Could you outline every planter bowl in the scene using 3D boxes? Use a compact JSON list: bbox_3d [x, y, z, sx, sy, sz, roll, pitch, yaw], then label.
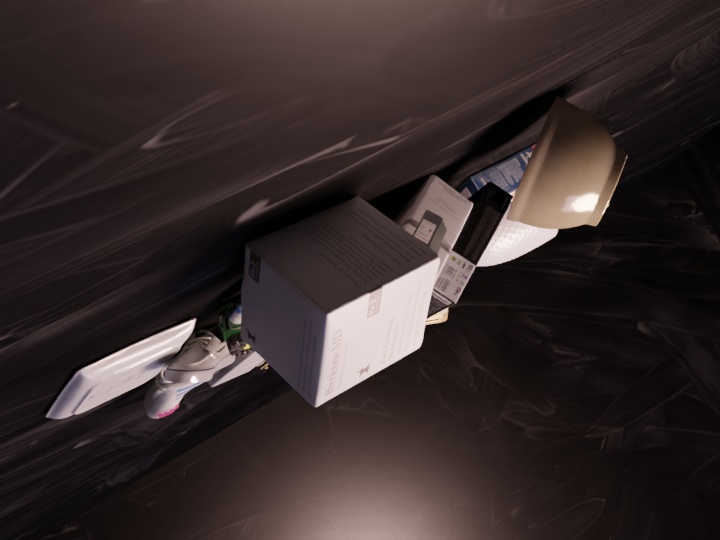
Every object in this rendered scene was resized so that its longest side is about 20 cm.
[{"bbox_3d":[0.321,-0.146,1.465,0.200,0.134,0.201,24,90,-81],"label":"planter bowl"}]

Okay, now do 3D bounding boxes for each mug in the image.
[{"bbox_3d":[0.270,-0.079,1.899,0.175,0.148,0.200,-28,160,-13],"label":"mug"}]

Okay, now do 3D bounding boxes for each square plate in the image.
[{"bbox_3d":[-0.350,0.152,1.419,0.197,0.029,0.200,-26,169,-39],"label":"square plate"}]

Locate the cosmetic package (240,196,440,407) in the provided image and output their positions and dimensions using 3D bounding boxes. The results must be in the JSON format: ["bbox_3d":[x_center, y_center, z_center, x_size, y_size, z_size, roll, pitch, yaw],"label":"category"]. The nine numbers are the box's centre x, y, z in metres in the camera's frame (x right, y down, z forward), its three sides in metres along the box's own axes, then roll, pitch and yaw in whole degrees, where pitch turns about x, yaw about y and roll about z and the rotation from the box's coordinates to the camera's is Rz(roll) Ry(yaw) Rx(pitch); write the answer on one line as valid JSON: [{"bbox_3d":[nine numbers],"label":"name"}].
[{"bbox_3d":[-0.031,0.036,1.259,0.199,0.165,0.166,-27,140,-35],"label":"cosmetic package"}]

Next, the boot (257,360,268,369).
[{"bbox_3d":[-0.143,0.138,1.752,0.154,0.072,0.200,-31,-156,18],"label":"boot"}]

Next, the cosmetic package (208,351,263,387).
[{"bbox_3d":[-0.186,0.115,1.650,0.200,0.072,0.101,-38,169,36],"label":"cosmetic package"}]

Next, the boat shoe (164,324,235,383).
[{"bbox_3d":[-0.244,0.125,1.489,0.071,0.066,0.200,4,-171,17],"label":"boat shoe"}]

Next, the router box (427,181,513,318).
[{"bbox_3d":[0.152,-0.030,1.518,0.201,0.051,0.149,-60,-174,-17],"label":"router box"}]

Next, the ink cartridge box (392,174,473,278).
[{"bbox_3d":[0.072,-0.025,1.449,0.146,0.084,0.200,-48,-171,49],"label":"ink cartridge box"}]

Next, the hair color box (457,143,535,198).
[{"bbox_3d":[0.265,-0.161,1.739,0.199,0.061,0.100,-28,171,-28],"label":"hair color box"}]

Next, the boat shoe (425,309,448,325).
[{"bbox_3d":[0.059,0.085,1.658,0.199,0.067,0.074,-15,-159,-3],"label":"boat shoe"}]

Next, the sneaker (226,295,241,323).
[{"bbox_3d":[-0.106,0.025,1.402,0.199,0.073,0.072,-33,-174,6],"label":"sneaker"}]

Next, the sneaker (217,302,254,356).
[{"bbox_3d":[-0.132,0.066,1.495,0.199,0.086,0.078,-10,156,-45],"label":"sneaker"}]

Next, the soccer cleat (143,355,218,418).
[{"bbox_3d":[-0.325,0.187,1.633,0.200,0.070,0.086,-39,153,30],"label":"soccer cleat"}]
